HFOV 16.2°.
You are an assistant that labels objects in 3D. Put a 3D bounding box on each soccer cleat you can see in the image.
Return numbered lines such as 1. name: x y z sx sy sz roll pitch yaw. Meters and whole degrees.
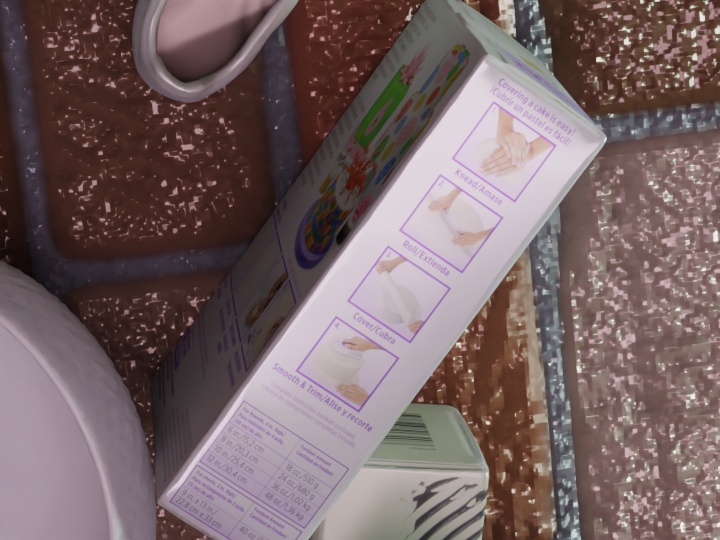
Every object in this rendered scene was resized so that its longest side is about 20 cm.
1. soccer cleat: -0.025 -0.151 0.938 0.069 0.078 0.200 25 101 -12

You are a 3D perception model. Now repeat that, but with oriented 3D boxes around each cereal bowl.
1. cereal bowl: -0.162 0.079 0.968 0.200 0.083 0.200 6 105 23

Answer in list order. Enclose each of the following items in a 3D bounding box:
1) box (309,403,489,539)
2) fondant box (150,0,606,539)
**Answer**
1. box: 0.003 0.158 1.027 0.068 0.082 0.200 3 107 -8
2. fondant box: 0.000 0.000 0.948 0.058 0.144 0.200 33 100 -13
